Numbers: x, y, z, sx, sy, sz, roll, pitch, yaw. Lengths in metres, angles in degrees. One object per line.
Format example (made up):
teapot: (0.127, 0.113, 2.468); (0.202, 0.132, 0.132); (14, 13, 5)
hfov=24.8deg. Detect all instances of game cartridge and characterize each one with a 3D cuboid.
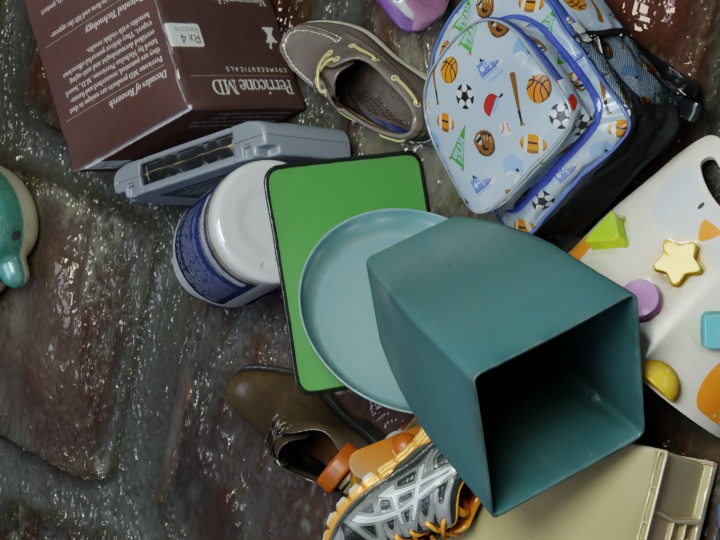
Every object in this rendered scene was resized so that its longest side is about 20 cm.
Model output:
game cartridge: (-0.114, -0.097, 1.512); (0.200, 0.133, 0.042); (-14, 84, 39)

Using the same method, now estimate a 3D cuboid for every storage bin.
storage bin: (0.157, 0.225, 1.325); (0.200, 0.094, 0.199); (10, 81, 36)

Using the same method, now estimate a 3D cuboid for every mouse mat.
mouse mat: (0.000, 0.000, 1.425); (0.008, 0.161, 0.200); (-8, 90, 60)

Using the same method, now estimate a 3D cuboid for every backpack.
backpack: (0.138, -0.139, 1.312); (0.200, 0.154, 0.191); (-45, 58, 35)

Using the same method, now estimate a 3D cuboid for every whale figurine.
whale figurine: (-0.429, -0.019, 1.783); (0.159, 0.104, 0.200); (31, 113, 31)

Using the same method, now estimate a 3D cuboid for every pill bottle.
pill bottle: (-0.108, -0.026, 1.493); (0.200, 0.111, 0.111); (154, 103, -67)

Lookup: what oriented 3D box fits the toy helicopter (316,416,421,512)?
toy helicopter: (0.047, 0.136, 1.405); (0.079, 0.132, 0.200); (40, 84, 7)

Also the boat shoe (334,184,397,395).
boat shoe: (0.004, 0.015, 1.474); (0.069, 0.074, 0.200); (2, 99, 9)

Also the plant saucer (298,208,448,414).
plant saucer: (0.044, 0.037, 1.384); (0.200, 0.200, 0.027); (55, 152, 20)

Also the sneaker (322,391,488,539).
sneaker: (0.048, 0.188, 1.309); (0.200, 0.078, 0.077); (-47, 59, 12)

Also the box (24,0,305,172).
box: (-0.186, -0.213, 1.535); (0.164, 0.166, 0.200); (-24, 81, 36)

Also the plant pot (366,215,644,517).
plant pot: (0.097, 0.053, 1.250); (0.200, 0.141, 0.141); (43, 151, 47)

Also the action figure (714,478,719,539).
action figure: (0.332, 0.255, 1.231); (0.193, 0.105, 0.200); (-9, 65, 43)

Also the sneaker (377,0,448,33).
sneaker: (0.003, -0.277, 1.445); (0.088, 0.080, 0.200); (-50, 60, 37)

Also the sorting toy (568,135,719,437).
sorting toy: (0.257, -0.005, 1.278); (0.200, 0.107, 0.180); (43, 100, 26)

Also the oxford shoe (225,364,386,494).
oxford shoe: (-0.061, 0.145, 1.531); (0.200, 0.084, 0.073); (27, 112, 34)

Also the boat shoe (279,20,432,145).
boat shoe: (-0.003, -0.171, 1.466); (0.200, 0.059, 0.072); (35, 115, 30)
